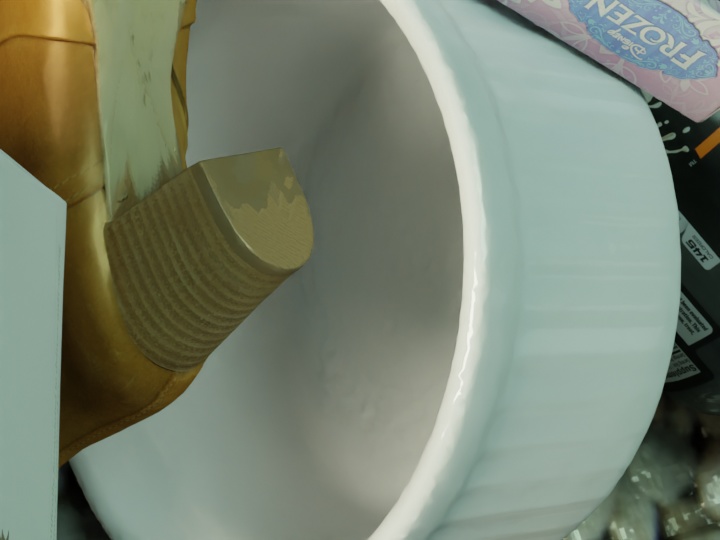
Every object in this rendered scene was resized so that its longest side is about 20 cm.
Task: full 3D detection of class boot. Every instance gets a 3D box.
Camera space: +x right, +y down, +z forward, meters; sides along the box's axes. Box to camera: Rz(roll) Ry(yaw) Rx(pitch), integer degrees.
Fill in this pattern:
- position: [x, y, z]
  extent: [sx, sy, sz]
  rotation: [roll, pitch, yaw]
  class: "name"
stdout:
- position: [-0.098, -0.050, 0.829]
  extent: [0.071, 0.144, 0.202]
  rotation: [-3, 66, -49]
  class: "boot"

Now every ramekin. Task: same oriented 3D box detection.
- position: [0.000, 0.000, 0.847]
  extent: [0.097, 0.200, 0.201]
  rotation: [2, 71, -41]
  class: "ramekin"

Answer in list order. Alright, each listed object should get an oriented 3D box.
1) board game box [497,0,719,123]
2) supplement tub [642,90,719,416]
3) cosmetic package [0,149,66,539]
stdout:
- position: [0.040, -0.170, 0.830]
  extent: [0.200, 0.043, 0.200]
  rotation: [29, 50, -24]
  class: "board game box"
- position: [0.114, -0.038, 0.981]
  extent: [0.200, 0.122, 0.123]
  rotation: [48, 53, -9]
  class: "supplement tub"
- position: [-0.177, 0.027, 0.707]
  extent: [0.199, 0.085, 0.108]
  rotation: [1, 82, 6]
  class: "cosmetic package"
